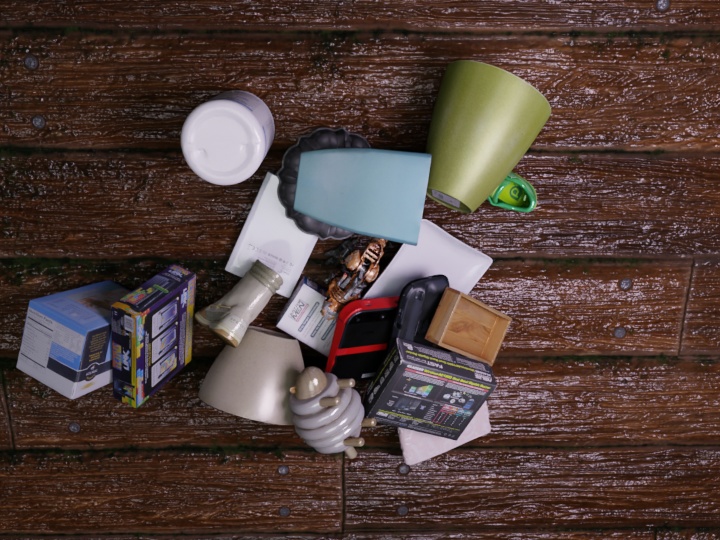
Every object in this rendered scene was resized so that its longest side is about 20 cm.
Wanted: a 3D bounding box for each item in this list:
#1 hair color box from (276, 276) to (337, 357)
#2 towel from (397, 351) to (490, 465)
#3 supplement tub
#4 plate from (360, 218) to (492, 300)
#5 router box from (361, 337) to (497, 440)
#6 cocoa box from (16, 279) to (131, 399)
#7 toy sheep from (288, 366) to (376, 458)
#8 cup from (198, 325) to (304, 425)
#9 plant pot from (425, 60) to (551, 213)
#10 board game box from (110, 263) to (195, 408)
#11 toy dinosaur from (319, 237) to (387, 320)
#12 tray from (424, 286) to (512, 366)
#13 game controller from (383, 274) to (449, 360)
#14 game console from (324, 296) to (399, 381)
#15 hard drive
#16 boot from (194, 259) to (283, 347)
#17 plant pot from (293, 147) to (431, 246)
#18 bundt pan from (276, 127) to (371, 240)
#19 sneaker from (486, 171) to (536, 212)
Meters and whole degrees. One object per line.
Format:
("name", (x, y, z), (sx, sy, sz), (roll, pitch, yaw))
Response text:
("hair color box", (-0.048, 0.107, 1.385), (0.199, 0.061, 0.100), (32, 101, -11))
("towel", (0.153, 0.257, 1.425), (0.190, 0.032, 0.201), (-18, 109, -17))
("supplement tub", (-0.211, -0.221, 1.205), (0.131, 0.200, 0.133), (0, 107, -1))
("plate", (0.116, 0.017, 1.345), (0.199, 0.032, 0.200), (25, 107, -37))
("router box", (0.120, 0.215, 1.321), (0.199, 0.062, 0.150), (17, 122, -21))
("cocoa box", (-0.470, 0.113, 1.292), (0.133, 0.200, 0.132), (23, 107, 16))
("toy sheep", (-0.052, 0.251, 1.276), (0.137, 0.138, 0.201), (-22, 109, 6))
("cup", (-0.182, 0.183, 1.355), (0.199, 0.200, 0.144), (15, 88, -6))
("plant pot", (0.181, -0.202, 1.198), (0.186, 0.187, 0.201), (26, 87, -9))
("board game box", (-0.362, 0.113, 1.297), (0.056, 0.165, 0.201), (20, 122, 15))
("toy dinosaur", (0.000, 0.000, 1.310), (0.199, 0.136, 0.102), (-33, 102, 1))
("tray", (0.198, 0.103, 1.331), (0.200, 0.037, 0.099), (25, 88, -48))
("game controller", (0.100, 0.095, 1.310), (0.104, 0.042, 0.201), (-19, 135, -38))
("game console", (0.037, 0.125, 1.336), (0.199, 0.031, 0.178), (-4, 127, -29))
("hard drive", (-0.148, -0.065, 1.348), (0.131, 0.027, 0.201), (24, 106, -9))
("boot", (-0.217, 0.053, 1.327), (0.072, 0.200, 0.155), (41, 77, -21))
("plant pot", (-0.004, -0.130, 1.182), (0.199, 0.141, 0.142), (8, 97, -4))
("bundt pan", (-0.045, -0.148, 1.277), (0.201, 0.076, 0.203), (-1, 100, -9))
("sneaker", (0.227, -0.162, 1.294), (0.199, 0.084, 0.074), (24, 106, -8))
